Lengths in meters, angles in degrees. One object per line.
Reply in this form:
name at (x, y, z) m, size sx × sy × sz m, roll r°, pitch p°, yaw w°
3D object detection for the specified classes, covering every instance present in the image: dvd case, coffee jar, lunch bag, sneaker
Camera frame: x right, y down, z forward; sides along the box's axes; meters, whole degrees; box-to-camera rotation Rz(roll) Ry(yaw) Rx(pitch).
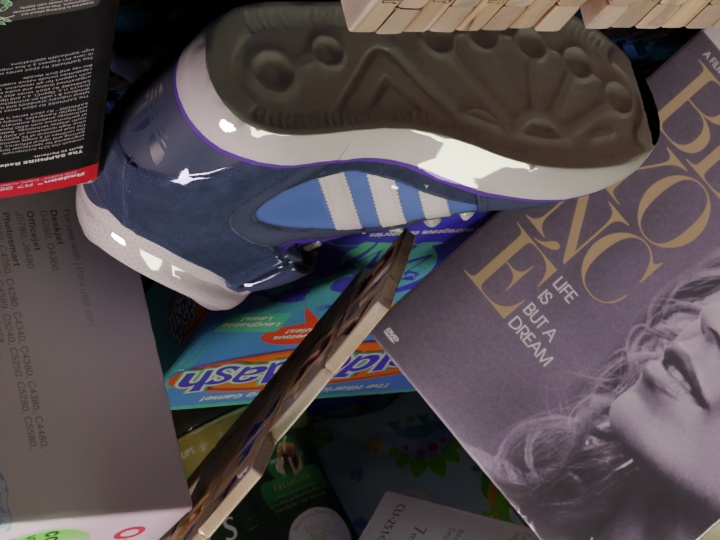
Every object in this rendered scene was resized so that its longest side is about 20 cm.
dvd case at (0.121, 0.015, 1.137) m, size 0.200 × 0.149 × 0.016 m, roll -42°, pitch 171°, yaw 15°
coffee jar at (-0.049, 0.133, 1.345) m, size 0.085 × 0.200 × 0.104 m, roll -17°, pitch 168°, yaw -47°
lunch bag at (0.036, 0.162, 1.456) m, size 0.127 × 0.200 × 0.170 m, roll -21°, pitch 161°, yaw -16°
sneaker at (-0.007, -0.039, 1.087) m, size 0.200 × 0.081 × 0.146 m, roll 1°, pitch 155°, yaw -31°

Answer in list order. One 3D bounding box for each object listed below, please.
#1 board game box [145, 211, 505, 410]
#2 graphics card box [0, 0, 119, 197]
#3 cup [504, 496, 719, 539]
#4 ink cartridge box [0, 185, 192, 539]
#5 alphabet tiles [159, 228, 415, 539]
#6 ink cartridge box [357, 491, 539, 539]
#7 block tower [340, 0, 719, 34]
board game box at (0.000, 0.000, 1.244) m, size 0.152 × 0.045 × 0.200 m, roll -4°, pitch 158°, yaw -25°
graphics card box at (-0.143, -0.079, 0.940) m, size 0.125 × 0.051 × 0.200 m, roll -9°, pitch 160°, yaw -11°
cup at (0.138, 0.060, 1.242) m, size 0.143 × 0.200 × 0.200 m, roll -7°, pitch 160°, yaw -36°
ink cartridge box at (-0.192, 0.057, 1.124) m, size 0.200 × 0.146 × 0.147 m, roll -4°, pitch 157°, yaw -28°
alphabet tiles at (-0.047, 0.071, 1.117) m, size 0.200 × 0.008 × 0.167 m, roll -51°, pitch -175°, yaw 16°
ink cartridge box at (0.101, 0.186, 1.251) m, size 0.173 × 0.044 × 0.200 m, roll 11°, pitch 143°, yaw 32°
block tower at (0.081, -0.115, 0.983) m, size 0.200 × 0.054 × 0.058 m, roll -2°, pitch 156°, yaw -28°
